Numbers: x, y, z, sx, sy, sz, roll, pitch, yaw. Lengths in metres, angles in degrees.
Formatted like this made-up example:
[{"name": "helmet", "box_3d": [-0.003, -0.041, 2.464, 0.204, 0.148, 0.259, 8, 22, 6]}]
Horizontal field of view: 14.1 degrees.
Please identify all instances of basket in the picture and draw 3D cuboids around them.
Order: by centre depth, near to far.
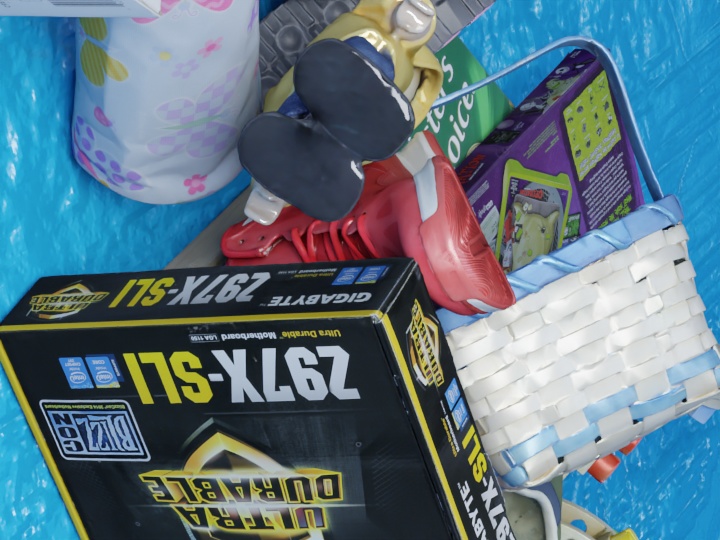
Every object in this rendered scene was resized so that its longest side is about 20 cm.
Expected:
[{"name": "basket", "box_3d": [0.079, 0.001, 1.447, 0.139, 0.176, 0.201, 159, -91, -79]}]

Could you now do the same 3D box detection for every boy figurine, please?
[{"name": "boy figurine", "box_3d": [-0.007, -0.072, 1.284, 0.124, 0.064, 0.200, -51, 180, 11]}]

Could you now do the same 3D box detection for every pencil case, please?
[{"name": "pencil case", "box_3d": [-0.079, -0.115, 1.256, 0.090, 0.083, 0.200, -24, 152, -24]}]

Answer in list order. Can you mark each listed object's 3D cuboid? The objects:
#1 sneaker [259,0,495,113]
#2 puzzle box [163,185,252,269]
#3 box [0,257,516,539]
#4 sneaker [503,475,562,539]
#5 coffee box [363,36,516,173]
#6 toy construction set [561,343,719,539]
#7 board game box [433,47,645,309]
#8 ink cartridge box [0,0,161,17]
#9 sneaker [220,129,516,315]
[{"name": "sneaker", "box_3d": [0.016, -0.133, 1.467, 0.200, 0.082, 0.070, -33, 97, -9]}, {"name": "puzzle box", "box_3d": [-0.034, 0.058, 1.460, 0.133, 0.025, 0.201, -47, 128, -49]}, {"name": "box", "box_3d": [-0.045, 0.075, 1.270, 0.049, 0.199, 0.160, -53, 133, -48]}, {"name": "sneaker", "box_3d": [0.068, 0.176, 1.536, 0.090, 0.067, 0.201, -62, 161, -71]}, {"name": "coffee box", "box_3d": [0.040, -0.056, 1.571, 0.200, 0.044, 0.123, 47, 51, -47]}, {"name": "toy construction set", "box_3d": [0.140, 0.105, 1.624, 0.200, 0.131, 0.092, -50, 177, 0]}, {"name": "board game box", "box_3d": [0.095, -0.025, 1.591, 0.200, 0.032, 0.120, -45, 124, -46]}, {"name": "ink cartridge box", "box_3d": [-0.163, -0.206, 1.138, 0.084, 0.175, 0.201, 36, 57, -73]}, {"name": "sneaker", "box_3d": [0.000, 0.000, 1.304, 0.079, 0.115, 0.200, 63, 2, -7]}]
